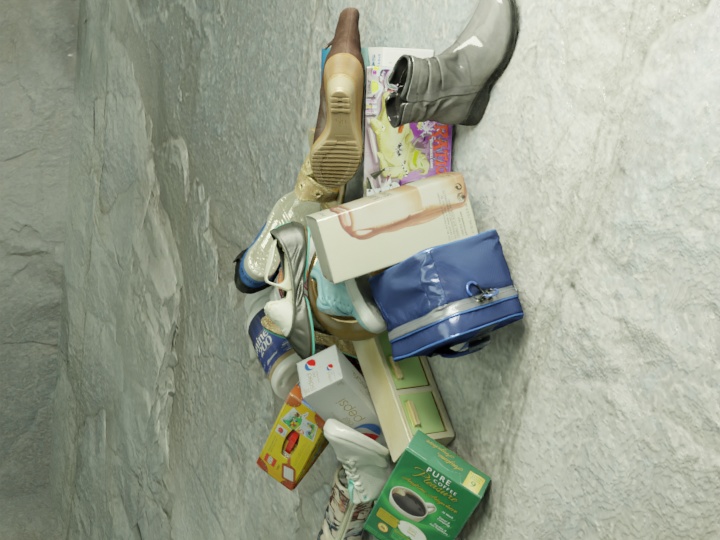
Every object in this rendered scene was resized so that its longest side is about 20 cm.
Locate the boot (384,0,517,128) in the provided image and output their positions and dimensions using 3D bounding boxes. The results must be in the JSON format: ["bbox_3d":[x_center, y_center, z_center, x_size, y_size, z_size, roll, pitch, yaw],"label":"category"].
[{"bbox_3d":[0.109,-0.259,1.401,0.070,0.130,0.202,56,141,45],"label":"boot"}]

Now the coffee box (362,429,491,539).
[{"bbox_3d":[0.088,0.318,1.552,0.122,0.044,0.202,31,133,11],"label":"coffee box"}]

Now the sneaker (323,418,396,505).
[{"bbox_3d":[0.003,0.284,1.612,0.075,0.200,0.089,23,75,46],"label":"sneaker"}]

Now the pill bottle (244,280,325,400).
[{"bbox_3d":[-0.130,0.114,1.943,0.201,0.109,0.112,60,143,41],"label":"pill bottle"}]

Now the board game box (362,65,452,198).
[{"bbox_3d":[0.063,-0.169,1.524,0.032,0.118,0.204,-112,22,-79],"label":"board game box"}]

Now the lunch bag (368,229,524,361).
[{"bbox_3d":[0.113,0.041,1.425,0.200,0.134,0.134,-29,78,63],"label":"lunch bag"}]

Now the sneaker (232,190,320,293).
[{"bbox_3d":[-0.144,-0.044,1.891,0.111,0.076,0.201,-42,14,54],"label":"sneaker"}]

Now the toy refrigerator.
[{"bbox_3d":[0.060,0.162,1.617,0.070,0.075,0.202,-57,44,49],"label":"toy refrigerator"}]

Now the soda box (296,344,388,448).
[{"bbox_3d":[-0.014,0.195,1.640,0.200,0.067,0.064,52,-163,-44],"label":"soda box"}]

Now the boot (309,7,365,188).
[{"bbox_3d":[-0.023,-0.232,1.554,0.202,0.071,0.168,99,178,-49],"label":"boot"}]

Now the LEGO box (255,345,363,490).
[{"bbox_3d":[-0.073,0.227,1.794,0.077,0.149,0.201,34,134,8],"label":"LEGO box"}]

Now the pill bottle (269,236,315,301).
[{"bbox_3d":[-0.071,0.016,1.816,0.200,0.108,0.111,-41,57,57],"label":"pill bottle"}]

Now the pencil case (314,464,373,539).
[{"bbox_3d":[-0.023,0.390,1.802,0.090,0.077,0.202,-88,13,-54],"label":"pencil case"}]

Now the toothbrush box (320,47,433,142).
[{"bbox_3d":[0.019,-0.243,1.630,0.199,0.084,0.149,18,109,62],"label":"toothbrush box"}]

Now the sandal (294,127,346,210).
[{"bbox_3d":[-0.066,-0.121,1.736,0.077,0.069,0.213,41,161,28],"label":"sandal"}]

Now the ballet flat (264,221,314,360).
[{"bbox_3d":[-0.106,0.031,1.654,0.068,0.067,0.204,161,107,-71],"label":"ballet flat"}]

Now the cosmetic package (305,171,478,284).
[{"bbox_3d":[0.039,-0.057,1.460,0.103,0.197,0.089,-156,48,-76],"label":"cosmetic package"}]

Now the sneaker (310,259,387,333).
[{"bbox_3d":[-0.017,0.041,1.568,0.082,0.073,0.201,-51,32,14],"label":"sneaker"}]

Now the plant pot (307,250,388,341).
[{"bbox_3d":[0.000,0.000,1.641,0.198,0.027,0.203,-13,64,29],"label":"plant pot"}]

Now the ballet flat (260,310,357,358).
[{"bbox_3d":[-0.059,0.080,1.752,0.071,0.197,0.066,-58,-23,-56],"label":"ballet flat"}]
